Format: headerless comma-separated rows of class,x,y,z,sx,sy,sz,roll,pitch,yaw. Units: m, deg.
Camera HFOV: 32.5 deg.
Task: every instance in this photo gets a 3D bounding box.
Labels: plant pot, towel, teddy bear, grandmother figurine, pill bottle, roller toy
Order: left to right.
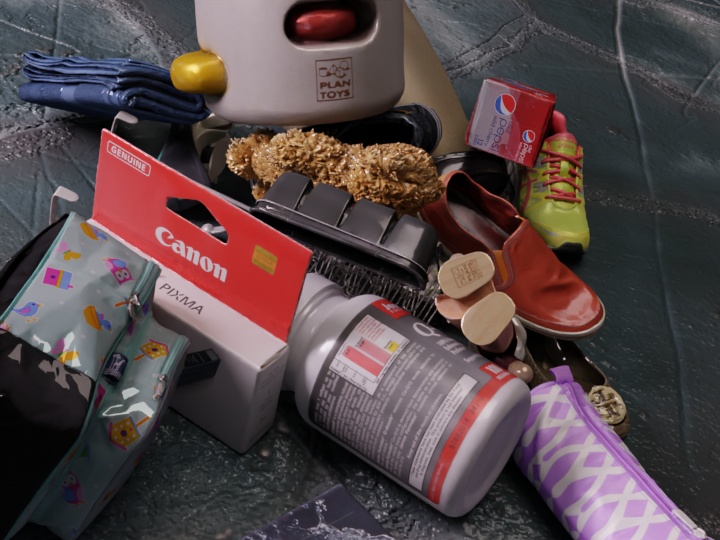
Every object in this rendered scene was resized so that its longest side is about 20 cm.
towel,-0.232,-0.171,1.161,0.111,0.049,0.199,10,0,-43
roller toy,-0.053,-0.197,1.083,0.180,0.142,0.200,5,19,24
teddy bear,-0.028,-0.070,1.054,0.198,0.146,0.067,17,60,20
plant pot,0.023,-0.157,1.248,0.186,0.188,0.201,-22,66,-41
pill bottle,0.021,0.090,0.951,0.199,0.117,0.116,30,38,21
grandmother figurine,0.102,0.043,1.006,0.060,0.200,0.123,-18,69,5

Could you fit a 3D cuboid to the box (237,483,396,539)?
box,-0.029,0.260,0.712,0.195,0.118,0.200,-21,49,-40

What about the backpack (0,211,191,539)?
backpack,-0.204,0.069,0.843,0.152,0.176,0.201,25,36,-16

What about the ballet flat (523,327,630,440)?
ballet flat,0.170,0.073,1.095,0.067,0.047,0.201,-9,43,-30

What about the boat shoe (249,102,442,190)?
boat shoe,-0.026,-0.108,1.145,0.198,0.072,0.091,-18,4,19

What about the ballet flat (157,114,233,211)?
ballet flat,-0.157,-0.132,1.206,0.072,0.074,0.201,10,41,-9

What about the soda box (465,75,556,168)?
soda box,0.147,-0.146,1.184,0.069,0.064,0.200,20,13,6

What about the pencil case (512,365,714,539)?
pencil case,0.191,0.172,0.943,0.083,0.086,0.200,-10,43,-34

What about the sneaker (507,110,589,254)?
sneaker,0.200,-0.096,1.292,0.077,0.091,0.201,8,39,-15

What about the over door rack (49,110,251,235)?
over door rack,-0.161,-0.029,1.062,0.199,0.067,0.148,35,35,-11

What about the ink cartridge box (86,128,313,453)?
ink cartridge box,-0.141,0.017,0.930,0.199,0.178,0.045,30,40,18

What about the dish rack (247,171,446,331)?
dish rack,0.000,0.000,1.021,0.152,0.201,0.055,23,68,18

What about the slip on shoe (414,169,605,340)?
slip on shoe,0.134,-0.013,1.083,0.200,0.061,0.074,41,59,3

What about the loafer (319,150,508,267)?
loafer,0.052,-0.048,1.150,0.198,0.073,0.073,-24,51,-1

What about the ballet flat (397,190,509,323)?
ballet flat,0.098,-0.012,1.174,0.064,0.075,0.200,51,44,-5
